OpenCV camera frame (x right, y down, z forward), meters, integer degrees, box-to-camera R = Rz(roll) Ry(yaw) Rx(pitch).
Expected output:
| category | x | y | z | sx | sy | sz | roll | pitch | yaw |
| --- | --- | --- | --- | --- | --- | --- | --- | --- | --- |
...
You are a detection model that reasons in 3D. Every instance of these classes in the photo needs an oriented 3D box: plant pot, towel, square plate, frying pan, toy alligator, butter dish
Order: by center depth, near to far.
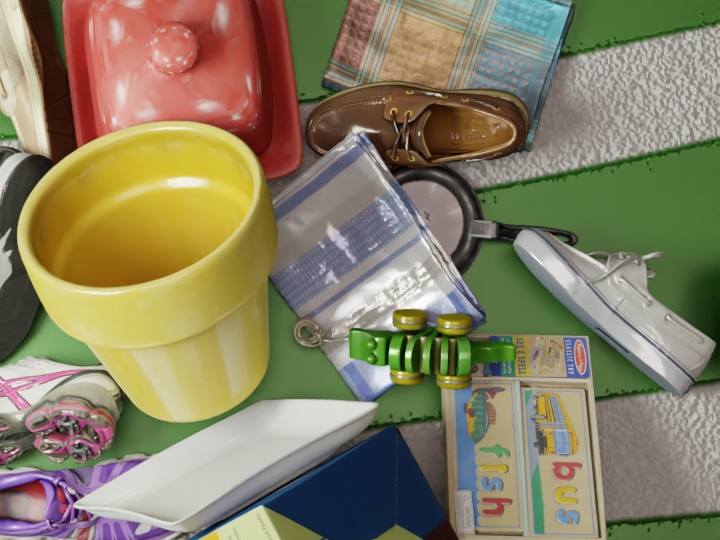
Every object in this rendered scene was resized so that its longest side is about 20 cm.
| category | x | y | z | sx | sy | sz | roll | pitch | yaw |
| --- | --- | --- | --- | --- | --- | --- | --- | --- | --- |
| square plate | -0.106 | 0.156 | 1.313 | 0.199 | 0.197 | 0.029 | -28 | 102 | -30 |
| plant pot | -0.155 | 0.013 | 1.339 | 0.198 | 0.190 | 0.202 | -8 | 44 | 7 |
| toy alligator | 0.030 | 0.066 | 1.386 | 0.198 | 0.054 | 0.060 | 5 | 102 | 14 |
| butter dish | -0.155 | -0.174 | 1.395 | 0.197 | 0.148 | 0.203 | -8 | 85 | -3 |
| towel | 0.000 | 0.000 | 1.421 | 0.146 | 0.024 | 0.201 | -35 | 89 | 17 |
| frying pan | 0.086 | -0.023 | 1.453 | 0.189 | 0.031 | 0.116 | 27 | 85 | 3 |
| towel | 0.080 | -0.201 | 1.473 | 0.198 | 0.022 | 0.148 | 18 | 83 | -1 |

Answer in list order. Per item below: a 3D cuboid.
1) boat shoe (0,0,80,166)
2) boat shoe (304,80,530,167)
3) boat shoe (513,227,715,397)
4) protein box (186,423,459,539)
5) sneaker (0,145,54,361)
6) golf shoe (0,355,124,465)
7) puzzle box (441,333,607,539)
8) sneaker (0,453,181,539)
| category | x | y | z | sx | sy | sz | roll | pitch | yaw |
| --- | --- | --- | --- | --- | --- | --- | --- | --- | --- |
| boat shoe | -0.294 | -0.165 | 1.432 | 0.064 | 0.071 | 0.202 | -13 | 90 | 16 |
| boat shoe | 0.047 | -0.125 | 1.427 | 0.197 | 0.068 | 0.073 | -1 | 103 | 6 |
| boat shoe | 0.229 | 0.014 | 1.431 | 0.201 | 0.075 | 0.086 | 40 | 84 | 0 |
| protein box | -0.058 | 0.245 | 1.294 | 0.199 | 0.198 | 0.136 | -32 | 85 | 34 |
| sneaker | -0.318 | -0.014 | 1.415 | 0.086 | 0.080 | 0.202 | 29 | 98 | 42 |
| golf shoe | -0.297 | 0.117 | 1.407 | 0.197 | 0.073 | 0.093 | -2 | 42 | 9 |
| puzzle box | 0.136 | 0.144 | 1.392 | 0.131 | 0.026 | 0.202 | 1 | 55 | -4 |
| sneaker | -0.232 | 0.199 | 1.386 | 0.197 | 0.083 | 0.082 | -5 | 85 | -4 |
